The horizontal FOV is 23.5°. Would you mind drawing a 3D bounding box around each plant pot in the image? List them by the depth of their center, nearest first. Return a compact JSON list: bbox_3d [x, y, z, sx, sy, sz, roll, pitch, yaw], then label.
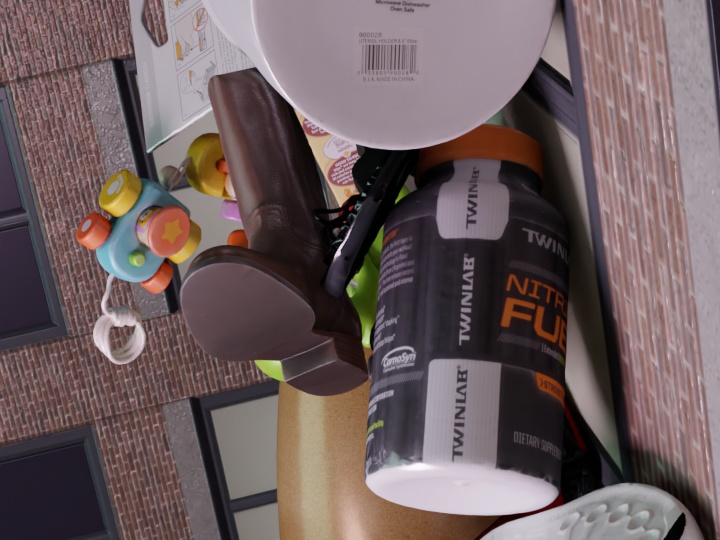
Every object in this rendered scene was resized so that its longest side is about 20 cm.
[{"bbox_3d":[0.014,0.105,1.284,0.186,0.185,0.202,-125,24,-74],"label":"plant pot"}]

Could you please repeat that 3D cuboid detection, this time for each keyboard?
[{"bbox_3d":[0.004,-0.053,0.966,0.200,0.039,0.105,-59,-6,-59],"label":"keyboard"}]

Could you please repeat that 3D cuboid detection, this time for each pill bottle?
[{"bbox_3d":[0.060,0.024,0.939,0.106,0.105,0.202,95,180,-71],"label":"pill bottle"}]

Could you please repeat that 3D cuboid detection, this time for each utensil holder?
[{"bbox_3d":[0.002,-0.166,0.923,0.200,0.168,0.171,-126,23,-68],"label":"utensil holder"}]

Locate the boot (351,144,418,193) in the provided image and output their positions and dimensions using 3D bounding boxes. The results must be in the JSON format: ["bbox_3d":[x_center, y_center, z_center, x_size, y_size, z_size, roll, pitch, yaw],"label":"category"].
[{"bbox_3d":[0.048,-0.032,1.281,0.200,0.077,0.139,-88,-18,-71],"label":"boot"}]

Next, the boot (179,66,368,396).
[{"bbox_3d":[-0.062,-0.045,0.968,0.186,0.064,0.201,47,-153,-61],"label":"boot"}]

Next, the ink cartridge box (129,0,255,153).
[{"bbox_3d":[-0.083,-0.197,1.136,0.176,0.044,0.202,-30,61,41],"label":"ink cartridge box"}]

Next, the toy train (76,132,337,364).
[{"bbox_3d":[-0.087,-0.016,1.148,0.055,0.199,0.152,12,119,54],"label":"toy train"}]

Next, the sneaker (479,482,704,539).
[{"bbox_3d":[0.143,0.192,0.890,0.147,0.081,0.200,49,150,-10],"label":"sneaker"}]

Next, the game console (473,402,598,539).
[{"bbox_3d":[0.086,0.182,1.083,0.173,0.118,0.201,-110,10,-49],"label":"game console"}]

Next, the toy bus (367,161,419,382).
[{"bbox_3d":[0.052,0.021,1.033,0.065,0.078,0.201,95,-170,-68],"label":"toy bus"}]

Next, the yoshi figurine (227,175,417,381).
[{"bbox_3d":[0.002,0.014,1.122,0.113,0.198,0.113,87,167,-53],"label":"yoshi figurine"}]

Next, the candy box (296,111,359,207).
[{"bbox_3d":[-0.005,-0.092,1.435,0.116,0.055,0.201,-112,-4,-56],"label":"candy box"}]
